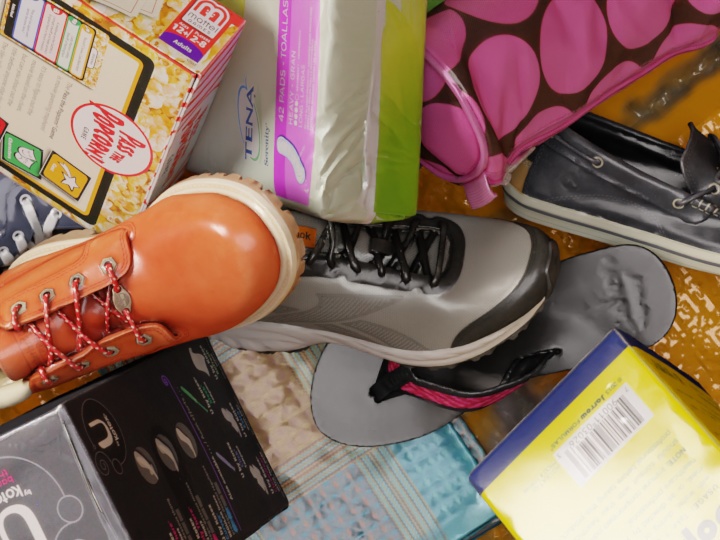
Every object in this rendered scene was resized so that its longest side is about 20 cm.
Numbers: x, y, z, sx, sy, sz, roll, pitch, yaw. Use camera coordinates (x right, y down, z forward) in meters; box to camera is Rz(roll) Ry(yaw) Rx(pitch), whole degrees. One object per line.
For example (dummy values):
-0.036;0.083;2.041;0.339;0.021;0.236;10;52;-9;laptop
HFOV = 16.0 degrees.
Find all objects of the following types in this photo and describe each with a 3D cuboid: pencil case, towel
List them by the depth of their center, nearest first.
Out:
0.103;-0.116;1.276;0.200;0.091;0.094;-34;86;-26;pencil case
-0.030;0.084;1.341;0.146;0.022;0.200;-35;90;0;towel

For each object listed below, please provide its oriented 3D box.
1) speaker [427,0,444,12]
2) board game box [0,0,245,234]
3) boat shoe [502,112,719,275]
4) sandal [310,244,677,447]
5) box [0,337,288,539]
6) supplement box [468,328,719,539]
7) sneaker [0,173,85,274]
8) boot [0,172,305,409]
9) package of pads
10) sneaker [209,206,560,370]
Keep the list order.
0.031;-0.180;1.309;0.088;0.088;0.201;20;90;0;speaker
-0.166;-0.114;1.222;0.200;0.152;0.046;34;52;3;board game box
0.173;-0.040;1.311;0.199;0.075;0.062;15;111;5;boat shoe
0.061;0.035;1.295;0.199;0.045;0.075;-20;91;15;sandal
-0.134;0.114;1.242;0.122;0.200;0.106;-26;91;17;box
0.166;0.143;1.245;0.110;0.109;0.200;-46;56;9;supplement box
-0.187;-0.011;1.318;0.108;0.070;0.200;27;87;2;sneaker
-0.116;0.018;1.195;0.200;0.107;0.075;-19;102;40;boot
-0.034;-0.133;1.227;0.068;0.154;0.201;-5;105;-34;package of pads
0.000;0.000;1.262;0.199;0.079;0.074;-1;58;19;sneaker
